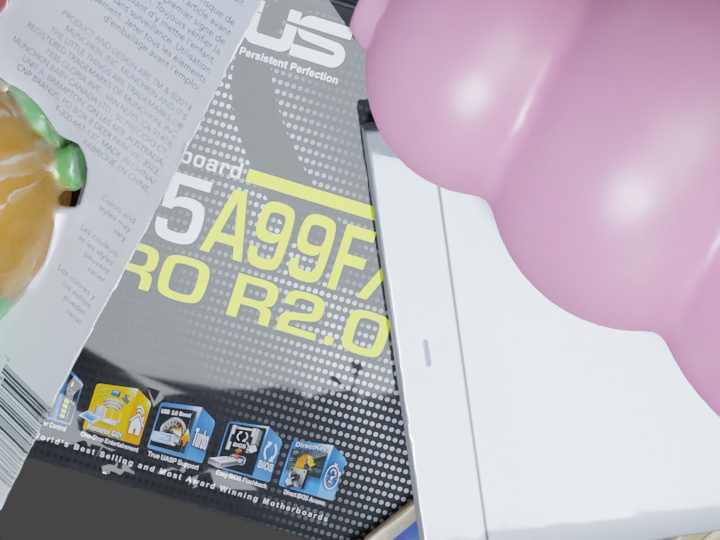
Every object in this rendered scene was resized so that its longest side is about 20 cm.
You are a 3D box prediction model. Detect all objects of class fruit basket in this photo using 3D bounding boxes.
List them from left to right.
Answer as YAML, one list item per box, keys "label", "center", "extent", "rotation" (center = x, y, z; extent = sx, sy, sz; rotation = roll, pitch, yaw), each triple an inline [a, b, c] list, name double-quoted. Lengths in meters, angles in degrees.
- label: "fruit basket"
  center: [-0.124, -0.063, 0.832]
  extent: [0.185, 0.094, 0.201]
  rotation: [37, 111, 17]

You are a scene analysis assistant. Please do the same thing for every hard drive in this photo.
- label: "hard drive"
  center: [0.108, 0.008, 0.875]
  extent: [0.199, 0.027, 0.133]
  rotation: [-9, 100, -2]

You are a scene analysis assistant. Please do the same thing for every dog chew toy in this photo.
- label: "dog chew toy"
  center: [0.091, -0.031, 0.798]
  extent: [0.199, 0.125, 0.125]
  rotation: [27, 102, 1]

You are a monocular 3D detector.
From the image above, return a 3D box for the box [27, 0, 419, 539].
- label: "box"
  center: [0.000, 0.000, 0.907]
  extent: [0.199, 0.044, 0.161]
  rotation: [17, 104, -8]

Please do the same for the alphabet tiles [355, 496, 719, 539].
- label: "alphabet tiles"
  center: [0.076, 0.122, 0.919]
  extent: [0.200, 0.006, 0.167]
  rotation: [-37, 107, 4]
